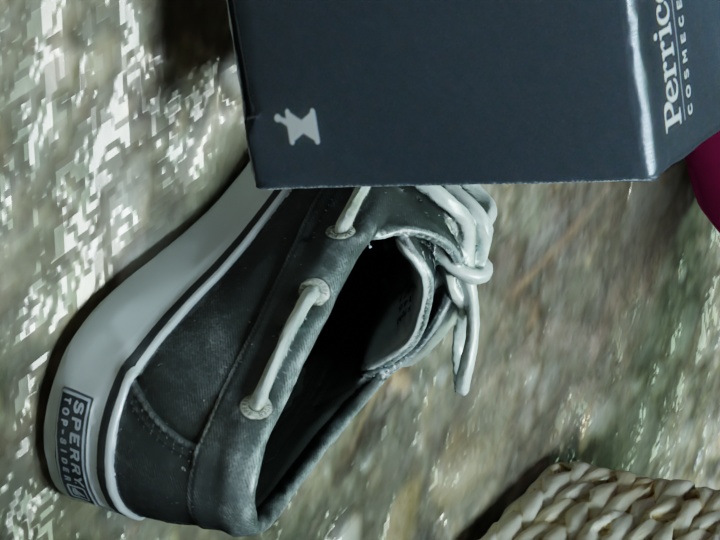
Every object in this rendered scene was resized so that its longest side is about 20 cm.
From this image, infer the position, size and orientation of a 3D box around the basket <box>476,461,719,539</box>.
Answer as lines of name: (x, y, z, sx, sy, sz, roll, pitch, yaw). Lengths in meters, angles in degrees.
basket: (0.094, 0.190, 0.878, 0.200, 0.160, 0.199, -37, 135, -53)

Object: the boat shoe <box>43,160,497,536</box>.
boat shoe: (0.000, -0.002, 0.686, 0.199, 0.068, 0.074, -44, 141, -50)

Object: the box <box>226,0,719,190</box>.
box: (0.053, -0.119, 0.659, 0.200, 0.106, 0.149, -34, 120, -55)

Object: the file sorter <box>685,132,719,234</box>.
file sorter: (0.207, -0.023, 0.919, 0.125, 0.200, 0.139, -31, 145, -3)
